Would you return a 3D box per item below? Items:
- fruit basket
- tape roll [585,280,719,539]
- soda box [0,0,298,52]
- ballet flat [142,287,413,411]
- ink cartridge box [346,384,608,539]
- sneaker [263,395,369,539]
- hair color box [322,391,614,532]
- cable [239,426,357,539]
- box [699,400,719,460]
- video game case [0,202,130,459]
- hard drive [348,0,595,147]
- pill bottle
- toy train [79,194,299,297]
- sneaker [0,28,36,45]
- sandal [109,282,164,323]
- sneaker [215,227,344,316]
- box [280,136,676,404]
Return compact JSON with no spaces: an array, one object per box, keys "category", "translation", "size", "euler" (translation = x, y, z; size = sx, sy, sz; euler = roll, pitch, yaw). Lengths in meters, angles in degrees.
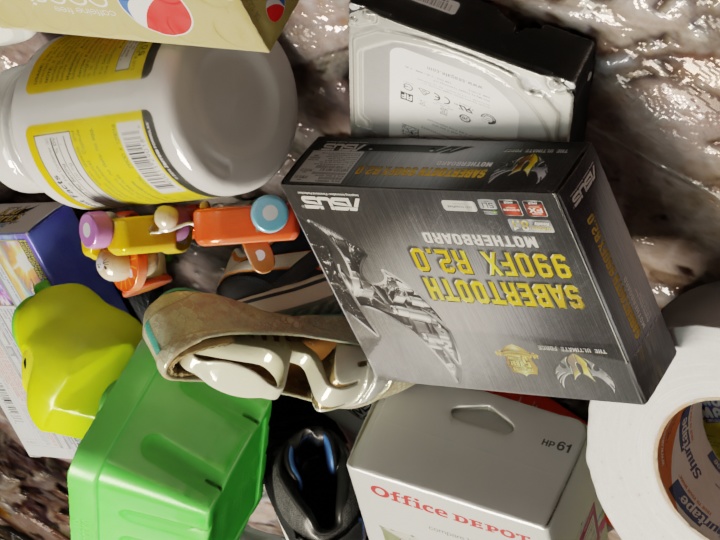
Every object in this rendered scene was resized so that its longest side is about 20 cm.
[{"category":"fruit basket","translation":[-0.163,0.102,1.746],"size":[0.215,0.156,0.216],"euler":[23,152,13]},{"category":"tape roll","translation":[0.235,0.109,1.585],"size":[0.199,0.066,0.201],"euler":[16,123,27]},{"category":"soda box","translation":[-0.132,-0.176,1.525],"size":[0.199,0.064,0.068],"euler":[8,146,32]},{"category":"ballet flat","translation":[-0.042,0.061,1.647],"size":[0.199,0.063,0.068],"euler":[9,129,-23]},{"category":"ink cartridge box","translation":[0.082,0.167,1.752],"size":[0.144,0.085,0.201],"euler":[15,147,21]},{"category":"sneaker","translation":[-0.034,0.126,1.812],"size":[0.073,0.201,0.112],"euler":[-16,136,-8]},{"category":"hair color box","translation":[0.083,0.113,1.816],"size":[0.199,0.061,0.101],"euler":[33,152,-11]},{"category":"cable","translation":[-0.056,0.179,1.893],"size":[0.200,0.199,0.070],"euler":[37,136,28]},{"category":"box","translation":[0.235,0.121,1.713],"size":[0.117,0.049,0.200],"euler":[7,147,33]},{"category":"video game case","translation":[-0.223,0.046,1.905],"size":[0.181,0.045,0.201],"euler":[1,124,53]},{"category":"hard drive","translation":[0.061,-0.083,1.539],"size":[0.139,0.038,0.200],"euler":[21,152,12]},{"category":"pill bottle","translation":[-0.142,-0.094,1.617],"size":[0.199,0.112,0.111],"euler":[-3,139,44]},{"category":"toy train","translation":[-0.101,-0.015,1.656],"size":[0.149,0.056,0.200],"euler":[-5,-179,-9]},{"category":"sneaker","translation":[-0.289,-0.157,1.671],"size":[0.199,0.087,0.075],"euler":[8,145,29]},{"category":"sandal","translation":[-0.178,0.018,1.908],"size":[0.076,0.043,0.200],"euler":[46,152,5]},{"category":"sneaker","translation":[0.000,0.000,1.699],"size":[0.199,0.080,0.079],"euler":[-9,143,12]},{"category":"box","translation":[0.068,-0.002,1.548],"size":[0.199,0.048,0.159],"euler":[4,132,38]}]
